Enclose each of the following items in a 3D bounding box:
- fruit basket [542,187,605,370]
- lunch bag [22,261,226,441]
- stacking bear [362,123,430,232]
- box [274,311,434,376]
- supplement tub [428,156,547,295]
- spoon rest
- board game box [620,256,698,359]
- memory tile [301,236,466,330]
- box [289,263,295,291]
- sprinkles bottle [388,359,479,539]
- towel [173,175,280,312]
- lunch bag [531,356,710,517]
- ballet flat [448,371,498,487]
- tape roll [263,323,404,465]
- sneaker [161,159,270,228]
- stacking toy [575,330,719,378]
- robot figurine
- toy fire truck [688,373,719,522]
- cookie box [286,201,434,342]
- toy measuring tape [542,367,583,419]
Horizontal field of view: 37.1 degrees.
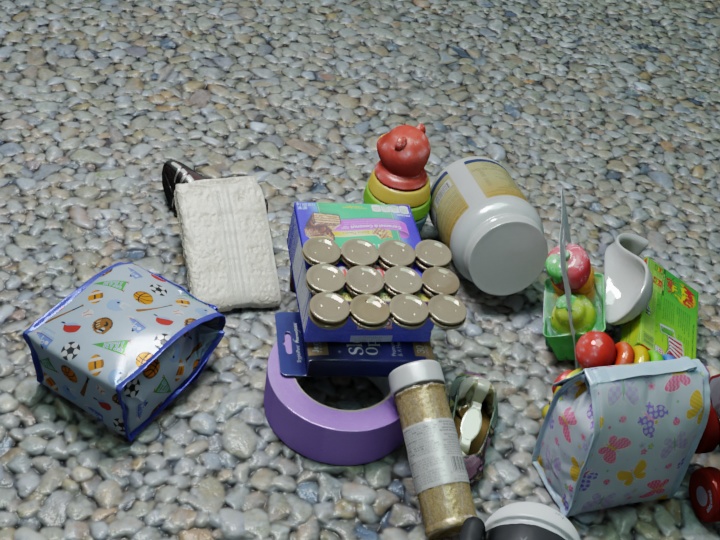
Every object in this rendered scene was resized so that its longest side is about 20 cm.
[{"bbox_3d":[0.288,0.018,1.505,0.092,0.202,0.187,-10,36,19],"label":"fruit basket"},{"bbox_3d":[-0.290,0.089,1.356,0.168,0.125,0.200,26,50,20],"label":"lunch bag"},{"bbox_3d":[0.056,-0.128,1.622,0.113,0.202,0.121,34,45,28],"label":"stacking bear"},{"bbox_3d":[-0.009,0.086,1.388,0.196,0.033,0.122,0,40,-10],"label":"box"},{"bbox_3d":[0.190,-0.067,1.605,0.142,0.146,0.201,-1,32,-13],"label":"supplement tub"},{"bbox_3d":[0.384,0.006,1.554,0.060,0.100,0.201,32,33,-6],"label":"spoon rest"},{"bbox_3d":[0.434,0.079,1.553,0.101,0.048,0.201,33,40,-8],"label":"board game box"},{"bbox_3d":[0.028,0.016,1.323,0.196,0.017,0.155,2,43,-13],"label":"memory tile"},{"bbox_3d":[0.006,0.017,1.543,0.198,0.076,0.100,25,41,20],"label":"box"},{"bbox_3d":[0.086,0.211,1.274,0.067,0.068,0.203,-5,66,-18],"label":"sprinkles bottle"},{"bbox_3d":[-0.192,-0.038,1.535,0.130,0.035,0.203,-5,72,-17],"label":"towel"},{"bbox_3d":[0.319,0.186,1.307,0.167,0.202,0.128,-7,42,-18],"label":"lunch bag"},{"bbox_3d":[0.144,0.186,1.371,0.068,0.072,0.201,15,39,4],"label":"ballet flat"},{"bbox_3d":[-0.024,0.152,1.381,0.196,0.066,0.202,6,40,-5],"label":"tape roll"},{"bbox_3d":[-0.213,-0.104,1.649,0.115,0.076,0.200,-23,60,-40],"label":"sneaker"},{"bbox_3d":[0.375,0.133,1.419,0.197,0.086,0.086,24,39,-7],"label":"stacking toy"},{"bbox_3d":[0.173,0.345,1.150,0.123,0.152,0.201,-2,36,20],"label":"robot figurine"},{"bbox_3d":[0.481,0.219,1.301,0.110,0.168,0.204,-2,76,-14],"label":"toy fire truck"},{"bbox_3d":[0.000,0.000,1.406,0.168,0.076,0.202,1,41,-14],"label":"cookie box"},{"bbox_3d":[0.320,0.154,1.447,0.198,0.074,0.074,-21,48,-32],"label":"toy measuring tape"}]
